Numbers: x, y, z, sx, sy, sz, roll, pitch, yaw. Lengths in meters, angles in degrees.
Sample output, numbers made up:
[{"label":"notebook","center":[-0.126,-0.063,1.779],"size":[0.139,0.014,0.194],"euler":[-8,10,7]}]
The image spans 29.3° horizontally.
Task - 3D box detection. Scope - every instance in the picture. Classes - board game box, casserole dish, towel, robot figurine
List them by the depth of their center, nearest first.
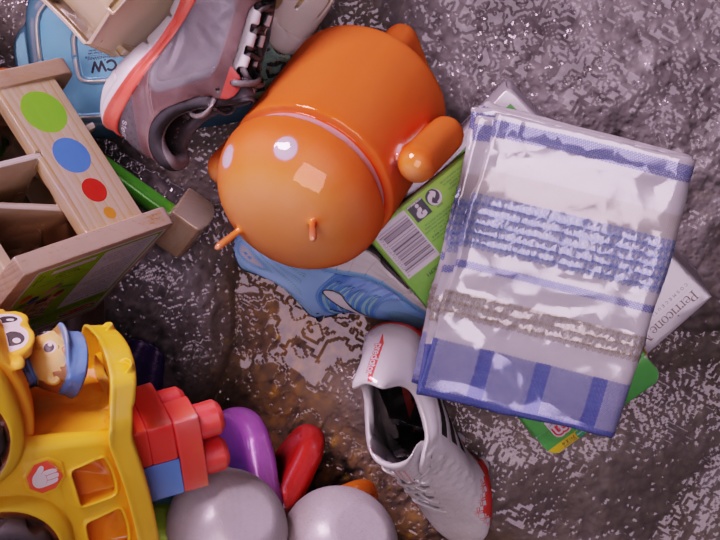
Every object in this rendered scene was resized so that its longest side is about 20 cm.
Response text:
[{"label":"towel","center":[0.121,0.002,0.892],"size":[0.147,0.024,0.200],"euler":[13,106,1]},{"label":"robot figurine","center":[-0.016,-0.081,0.894],"size":[0.144,0.200,0.117],"euler":[29,141,4]},{"label":"board game box","center":[0.103,0.021,0.922],"size":[0.096,0.030,0.200],"euler":[-38,94,14]},{"label":"casserole dish","center":[-0.152,-0.157,0.977],"size":[0.200,0.039,0.121],"euler":[-5,99,4]}]

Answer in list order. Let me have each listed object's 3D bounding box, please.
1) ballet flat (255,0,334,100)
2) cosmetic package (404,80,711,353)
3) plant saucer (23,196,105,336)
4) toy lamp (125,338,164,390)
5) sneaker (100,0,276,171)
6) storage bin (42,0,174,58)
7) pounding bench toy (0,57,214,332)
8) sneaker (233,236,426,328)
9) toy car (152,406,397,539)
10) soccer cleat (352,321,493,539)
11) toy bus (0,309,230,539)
[{"label":"ballet flat","center":[-0.042,-0.211,0.928],"size":[0.074,0.074,0.200],"euler":[13,92,0]},{"label":"cosmetic package","center":[0.136,-0.026,0.965],"size":[0.200,0.085,0.108],"euler":[44,102,-4]},{"label":"plant saucer","center":[-0.291,0.031,1.019],"size":[0.200,0.032,0.200],"euler":[1,100,3]},{"label":"toy lamp","center":[-0.186,0.138,0.966],"size":[0.058,0.200,0.058],"euler":[11,144,8]},{"label":"sneaker","center":[-0.079,-0.145,0.873],"size":[0.082,0.077,0.200],"euler":[46,111,18]},{"label":"storage bin","center":[-0.153,-0.269,0.895],"size":[0.199,0.094,0.200],"euler":[-47,74,10]},{"label":"pounding bench toy","center":[-0.215,-0.058,0.942],"size":[0.124,0.200,0.156],"euler":[-41,78,42]},{"label":"sneaker","center":[0.000,0.000,0.990],"size":[0.200,0.078,0.090],"euler":[25,138,-14]},{"label":"toy car","center":[-0.076,0.171,0.975],"size":[0.200,0.175,0.150],"euler":[13,60,-24]},{"label":"soccer cleat","center":[0.041,0.129,0.975],"size":[0.069,0.085,0.200],"euler":[-4,121,26]},{"label":"toy bus","center":[-0.181,0.097,0.837],"size":[0.192,0.136,0.200],"euler":[-17,120,-14]}]
